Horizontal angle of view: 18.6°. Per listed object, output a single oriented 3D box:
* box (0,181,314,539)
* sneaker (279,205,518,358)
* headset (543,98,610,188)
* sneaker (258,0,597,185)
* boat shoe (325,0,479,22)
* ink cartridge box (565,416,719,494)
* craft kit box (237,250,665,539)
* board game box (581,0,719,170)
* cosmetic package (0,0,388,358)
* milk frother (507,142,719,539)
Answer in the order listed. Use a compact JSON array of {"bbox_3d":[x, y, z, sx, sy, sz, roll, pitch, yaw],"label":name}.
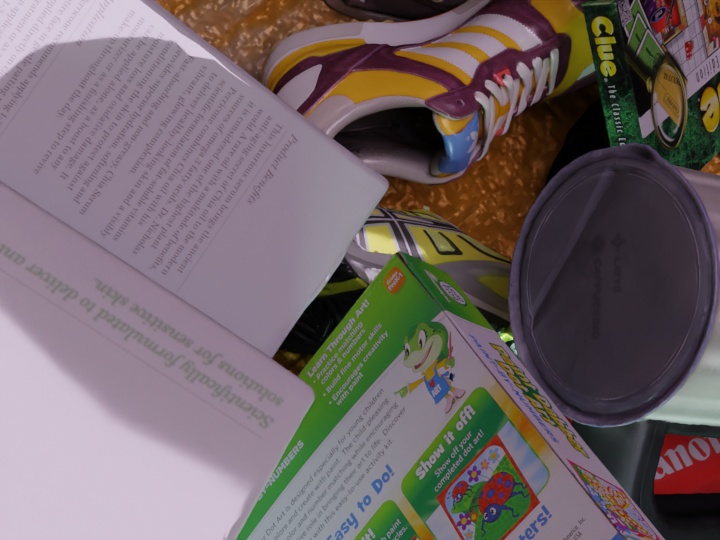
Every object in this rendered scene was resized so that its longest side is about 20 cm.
[{"bbox_3d":[-0.166,0.089,0.914,0.199,0.171,0.200,34,71,-12],"label":"box"},{"bbox_3d":[0.000,0.000,1.044,0.199,0.076,0.076,27,38,5],"label":"sneaker"},{"bbox_3d":[0.148,-0.017,1.092,0.123,0.094,0.200,41,59,-9],"label":"headset"},{"bbox_3d":[0.056,-0.085,1.051,0.199,0.075,0.090,-17,45,-6],"label":"sneaker"},{"bbox_3d":[0.078,-0.152,1.106,0.199,0.059,0.072,4,80,-20],"label":"boat shoe"},{"bbox_3d":[0.182,0.128,1.043,0.160,0.050,0.201,-19,76,-27],"label":"ink cartridge box"},{"bbox_3d":[0.013,0.129,0.928,0.048,0.198,0.200,21,113,-47],"label":"craft kit box"},{"bbox_3d":[0.169,-0.115,1.088,0.200,0.023,0.105,-40,124,-49],"label":"board game box"},{"bbox_3d":[-0.099,-0.055,0.932,0.200,0.071,0.102,37,82,-19],"label":"cosmetic package"},{"bbox_3d":[0.197,0.043,0.936,0.188,0.200,0.181,7,81,-42],"label":"milk frother"}]
